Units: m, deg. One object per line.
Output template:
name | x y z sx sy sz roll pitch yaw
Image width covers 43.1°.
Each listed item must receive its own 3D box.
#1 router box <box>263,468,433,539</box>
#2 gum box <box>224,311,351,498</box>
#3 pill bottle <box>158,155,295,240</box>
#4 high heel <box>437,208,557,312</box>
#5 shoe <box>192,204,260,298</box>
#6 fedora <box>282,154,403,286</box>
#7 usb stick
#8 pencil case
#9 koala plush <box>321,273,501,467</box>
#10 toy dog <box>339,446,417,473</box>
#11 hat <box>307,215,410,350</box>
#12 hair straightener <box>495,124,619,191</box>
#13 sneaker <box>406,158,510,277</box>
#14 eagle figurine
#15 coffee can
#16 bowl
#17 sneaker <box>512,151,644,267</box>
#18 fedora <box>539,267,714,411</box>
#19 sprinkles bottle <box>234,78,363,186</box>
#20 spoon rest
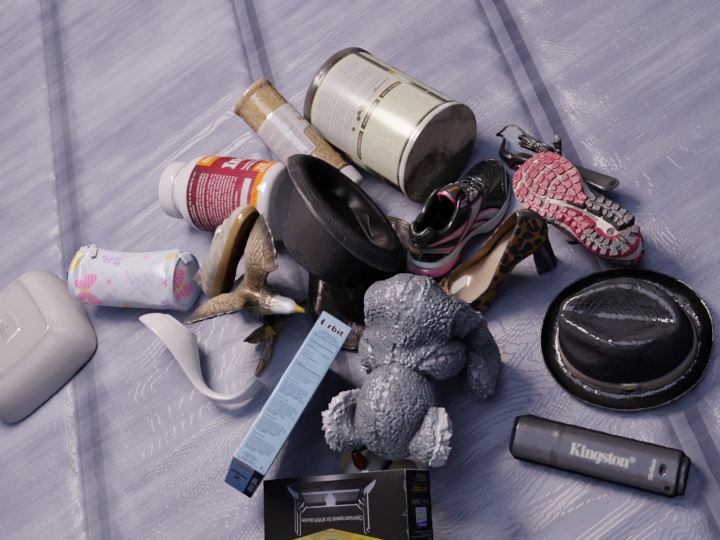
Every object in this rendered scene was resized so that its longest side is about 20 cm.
router box | -0.015 0.302 0.993 0.199 0.052 0.158 -12 72 34
gum box | -0.090 0.165 1.100 0.044 0.170 0.200 31 66 2
pill bottle | -0.191 -0.109 1.331 0.199 0.113 0.114 8 69 25
high heel | 0.140 -0.008 1.124 0.199 0.143 0.072 -26 58 9
shoe | -0.189 -0.026 1.247 0.053 0.200 0.070 37 48 6
fedora | -0.040 -0.050 1.125 0.092 0.200 0.201 -47 55 18
usb stick | 0.266 0.208 1.030 0.199 0.033 0.056 10 69 26
pencil case | -0.334 0.010 1.348 0.199 0.083 0.091 3 89 23
koala plush | 0.050 0.127 1.049 0.176 0.184 0.201 9 58 24
toy dog | -0.007 0.286 1.064 0.131 0.096 0.201 -10 60 25
hat | 0.000 0.000 1.215 0.199 0.081 0.202 -9 62 17
hair straightener | 0.253 -0.148 1.192 0.041 0.077 0.200 -25 44 -30
sneaker | 0.130 -0.082 1.184 0.080 0.087 0.200 22 59 27
eagle figurine | -0.140 0.028 1.189 0.150 0.200 0.152 -17 60 15
coffee can | 0.039 -0.203 1.261 0.200 0.146 0.147 36 82 32
bowl | -0.521 0.103 1.388 0.200 0.075 0.200 -42 56 -2
sneaker | 0.266 -0.070 1.129 0.081 0.075 0.200 -45 56 6
fedora | 0.301 0.064 1.050 0.199 0.092 0.202 -9 61 18
sprinkles bottle | -0.086 -0.173 1.260 0.068 0.068 0.200 -44 85 -3
spoon rest | -0.229 0.122 1.250 0.199 0.099 0.061 31 77 21
